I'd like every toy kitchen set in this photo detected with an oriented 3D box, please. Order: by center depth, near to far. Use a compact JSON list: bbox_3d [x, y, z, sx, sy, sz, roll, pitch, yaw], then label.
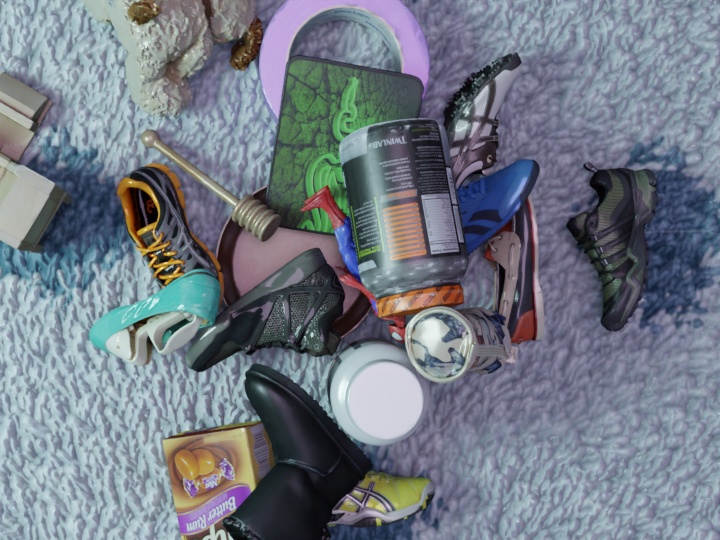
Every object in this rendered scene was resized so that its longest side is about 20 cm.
[{"bbox_3d":[-0.410,-0.141,1.273,0.199,0.180,0.164,30,86,-7],"label":"toy kitchen set"}]

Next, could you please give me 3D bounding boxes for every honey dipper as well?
[{"bbox_3d":[-0.178,-0.105,1.345,0.200,0.038,0.038,37,86,15],"label":"honey dipper"}]

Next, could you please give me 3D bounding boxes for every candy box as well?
[{"bbox_3d":[-0.148,0.280,1.323,0.116,0.056,0.202,-12,90,26],"label":"candy box"}]

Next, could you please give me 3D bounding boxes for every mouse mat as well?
[{"bbox_3d":[-0.020,-0.136,1.328,0.160,0.008,0.202,9,107,-5],"label":"mouse mat"}]

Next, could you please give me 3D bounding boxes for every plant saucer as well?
[{"bbox_3d":[-0.072,-0.007,1.370,0.198,0.034,0.202,0,88,-4],"label":"plant saucer"}]

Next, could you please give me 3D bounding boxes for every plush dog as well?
[{"bbox_3d":[-0.200,-0.301,1.324,0.171,0.160,0.201,-28,91,-28],"label":"plush dog"}]

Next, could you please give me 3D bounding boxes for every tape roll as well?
[{"bbox_3d":[-0.020,-0.236,1.365,0.198,0.066,0.202,0,89,-5],"label":"tape roll"}]

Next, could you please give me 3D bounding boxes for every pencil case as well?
[{"bbox_3d":[0.112,0.079,1.265,0.089,0.200,0.078,4,90,19],"label":"pencil case"}]

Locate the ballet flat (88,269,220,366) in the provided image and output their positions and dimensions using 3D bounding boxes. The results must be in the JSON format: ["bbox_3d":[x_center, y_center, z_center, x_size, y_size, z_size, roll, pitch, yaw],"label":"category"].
[{"bbox_3d":[-0.235,0.066,1.292,0.199,0.067,0.071,-27,49,30],"label":"ballet flat"}]

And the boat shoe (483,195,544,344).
[{"bbox_3d":[0.178,-0.012,1.375,0.062,0.071,0.202,-5,93,-2],"label":"boat shoe"}]

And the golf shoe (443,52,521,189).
[{"bbox_3d":[0.137,-0.165,1.376,0.094,0.078,0.200,39,94,-10],"label":"golf shoe"}]

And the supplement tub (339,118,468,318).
[{"bbox_3d":[0.049,-0.055,1.258,0.122,0.123,0.202,-9,85,-5],"label":"supplement tub"}]

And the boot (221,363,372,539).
[{"bbox_3d":[-0.090,0.222,1.258,0.198,0.073,0.163,47,64,-18],"label":"boot"}]

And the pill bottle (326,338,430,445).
[{"bbox_3d":[0.019,0.135,1.290,0.110,0.200,0.112,0,90,-4],"label":"pill bottle"}]

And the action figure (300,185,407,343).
[{"bbox_3d":[0.000,0.000,1.325,0.052,0.065,0.201,-35,100,6],"label":"action figure"}]

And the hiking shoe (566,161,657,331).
[{"bbox_3d":[0.293,-0.028,1.387,0.100,0.076,0.202,9,79,4],"label":"hiking shoe"}]

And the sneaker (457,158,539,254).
[{"bbox_3d":[0.118,-0.068,1.333,0.078,0.066,0.200,41,117,-13],"label":"sneaker"}]

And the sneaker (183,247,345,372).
[{"bbox_3d":[-0.099,0.073,1.312,0.199,0.076,0.115,-35,85,-10],"label":"sneaker"}]

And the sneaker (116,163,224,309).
[{"bbox_3d":[-0.225,-0.026,1.328,0.078,0.077,0.201,-28,86,20],"label":"sneaker"}]

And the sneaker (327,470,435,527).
[{"bbox_3d":[-0.011,0.256,1.348,0.198,0.075,0.077,-5,91,-6],"label":"sneaker"}]
